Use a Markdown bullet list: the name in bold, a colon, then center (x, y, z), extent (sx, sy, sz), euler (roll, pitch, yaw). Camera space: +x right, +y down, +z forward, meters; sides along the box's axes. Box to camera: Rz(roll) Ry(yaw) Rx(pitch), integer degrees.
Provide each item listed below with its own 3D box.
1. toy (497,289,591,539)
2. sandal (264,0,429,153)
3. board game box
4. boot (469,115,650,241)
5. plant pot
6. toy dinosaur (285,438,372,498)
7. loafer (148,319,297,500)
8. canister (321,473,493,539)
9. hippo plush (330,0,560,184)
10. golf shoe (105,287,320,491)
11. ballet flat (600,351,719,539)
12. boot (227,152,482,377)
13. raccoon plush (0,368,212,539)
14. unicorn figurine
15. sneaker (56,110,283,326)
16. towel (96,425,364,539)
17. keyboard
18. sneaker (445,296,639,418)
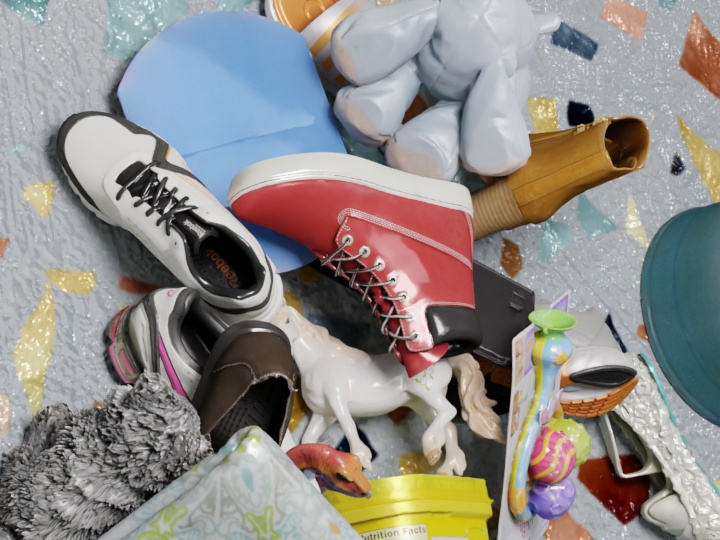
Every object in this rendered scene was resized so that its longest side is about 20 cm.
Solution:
- **toy**: center (0.142, 0.127, 1.679), extent (0.115, 0.047, 0.201), euler (-36, 131, -58)
- **sandal**: center (0.015, -0.160, 1.767), extent (0.207, 0.059, 0.079), euler (46, 52, -14)
- **board game box**: center (-0.094, -0.088, 1.667), extent (0.157, 0.039, 0.201), euler (-17, 82, -26)
- **boot**: center (0.159, -0.083, 1.754), extent (0.071, 0.143, 0.201), euler (63, 21, -9)
- **plant pot**: center (0.368, 0.015, 1.885), extent (0.199, 0.188, 0.201), euler (13, 66, -32)
- **toy dinosaur**: center (-0.045, 0.201, 1.489), extent (0.200, 0.105, 0.182), euler (-42, 141, -32)
- **loafer**: center (-0.093, 0.134, 1.513), extent (0.073, 0.071, 0.201), euler (10, 106, -19)
- **canister**: center (0.045, 0.252, 1.602), extent (0.148, 0.086, 0.201), euler (13, 65, -59)
- **hippo plush**: center (0.065, -0.168, 1.711), extent (0.161, 0.158, 0.201), euler (-56, 153, -72)
- **golf shoe**: center (-0.090, 0.098, 1.571), extent (0.200, 0.092, 0.073), euler (50, 48, -13)
- **ballet flat**: center (0.241, 0.162, 1.825), extent (0.072, 0.072, 0.201), euler (-29, 89, -40)
- **boot**: center (0.000, 0.000, 1.610), extent (0.199, 0.072, 0.145), euler (10, 64, -30)
- **raccoon plush**: center (-0.176, 0.152, 1.456), extent (0.097, 0.134, 0.201), euler (42, 53, -18)
- **unicorn figurine**: center (0.000, 0.087, 1.653), extent (0.199, 0.074, 0.138), euler (5, 61, -26)
- **sneaker**: center (-0.130, -0.043, 1.574), extent (0.200, 0.080, 0.074), euler (41, 81, 3)
- **towel**: center (-0.088, 0.216, 1.446), extent (0.171, 0.200, 0.048), euler (48, 13, -22)
- **keyboard**: center (0.039, 0.001, 1.718), extent (0.199, 0.040, 0.104), euler (29, 52, 0)
- **sneaker**: center (0.114, 0.060, 1.765), extent (0.199, 0.076, 0.092), euler (7, 42, -26)
